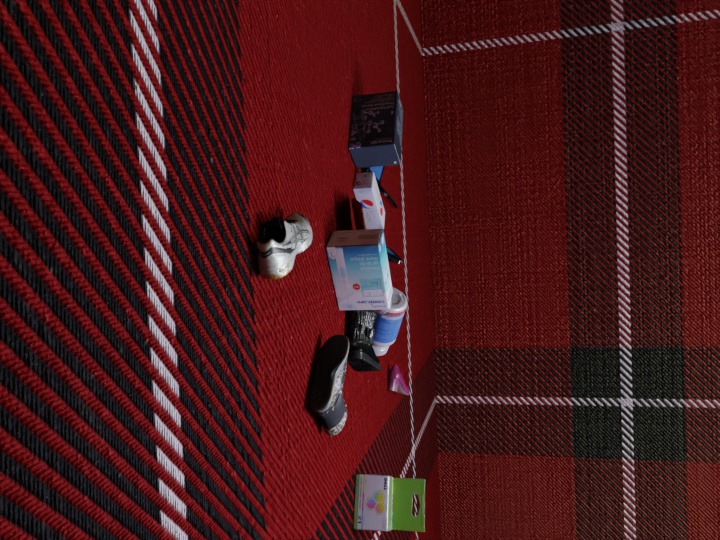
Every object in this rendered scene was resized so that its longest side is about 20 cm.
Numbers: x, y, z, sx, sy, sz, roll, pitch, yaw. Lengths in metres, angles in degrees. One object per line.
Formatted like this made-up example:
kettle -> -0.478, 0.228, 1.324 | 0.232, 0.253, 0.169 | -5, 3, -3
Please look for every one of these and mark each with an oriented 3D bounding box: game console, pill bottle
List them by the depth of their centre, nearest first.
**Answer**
game console -> 0.044, -0.113, 1.724 | 0.200, 0.168, 0.122 | -120, -129, -76
pill bottle -> 0.068, 0.160, 1.850 | 0.113, 0.109, 0.204 | -71, 176, -56
game console -> 0.085, -0.323, 2.036 | 0.173, 0.119, 0.200 | 48, 7, 15

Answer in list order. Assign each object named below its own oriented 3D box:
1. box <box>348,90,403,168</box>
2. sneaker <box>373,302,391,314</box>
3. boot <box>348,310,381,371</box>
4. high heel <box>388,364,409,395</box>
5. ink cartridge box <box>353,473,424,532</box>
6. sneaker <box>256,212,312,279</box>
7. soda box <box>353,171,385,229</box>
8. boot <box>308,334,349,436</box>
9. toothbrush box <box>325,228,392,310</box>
box -> 0.050, -0.433, 1.866 | 0.107, 0.144, 0.205 | 59, 32, -62
sneaker -> 0.017, 0.041, 1.727 | 0.080, 0.070, 0.202 | 30, 22, -56
boot -> 0.015, 0.203, 1.770 | 0.212, 0.077, 0.162 | 59, 32, -63
high heel -> 0.153, 0.423, 2.337 | 0.199, 0.066, 0.099 | 33, 66, -58
ink cartridge box -> 0.085, 0.669, 1.744 | 0.076, 0.194, 0.152 | 53, 37, -65
sneaker -> -0.144, -0.071, 1.167 | 0.202, 0.073, 0.090 | -73, 156, -55
soda box -> 0.031, -0.218, 1.929 | 0.202, 0.062, 0.070 | 70, 23, -53
boot -> -0.065, 0.276, 1.456 | 0.156, 0.071, 0.207 | 76, 24, -47
toothbrush box -> 0.000, 0.000, 1.606 | 0.086, 0.142, 0.204 | -71, 156, -53
